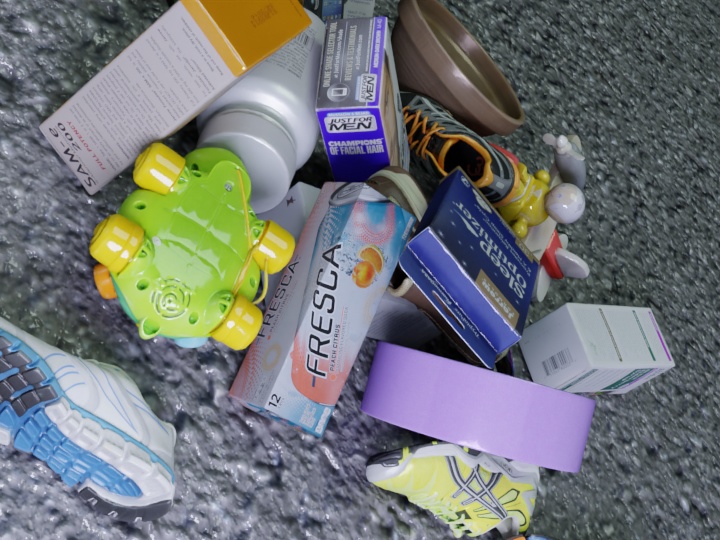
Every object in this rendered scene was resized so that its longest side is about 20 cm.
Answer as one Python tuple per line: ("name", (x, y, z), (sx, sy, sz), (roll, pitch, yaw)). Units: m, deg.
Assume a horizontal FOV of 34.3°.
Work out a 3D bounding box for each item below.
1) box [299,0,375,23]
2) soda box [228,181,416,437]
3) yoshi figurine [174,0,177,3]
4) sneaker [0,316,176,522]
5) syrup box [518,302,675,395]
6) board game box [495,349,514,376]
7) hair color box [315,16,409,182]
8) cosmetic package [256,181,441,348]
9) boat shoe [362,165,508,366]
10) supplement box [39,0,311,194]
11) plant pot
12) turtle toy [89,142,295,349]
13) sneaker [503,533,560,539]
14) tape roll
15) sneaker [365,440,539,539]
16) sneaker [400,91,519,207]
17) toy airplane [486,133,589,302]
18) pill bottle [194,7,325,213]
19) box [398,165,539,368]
("box", (-0.031, -0.301, 1.230), (0.118, 0.041, 0.203), (-6, 108, -52))
("soda box", (-0.031, 0.029, 0.961), (0.063, 0.068, 0.202), (30, 78, -31))
("yoshi figurine", (-0.155, -0.291, 1.113), (0.198, 0.113, 0.112), (1, 26, -39))
("sneaker", (-0.203, 0.086, 0.806), (0.200, 0.074, 0.087), (47, 28, -26))
("syrup box", (0.275, 0.093, 1.351), (0.199, 0.078, 0.082), (6, 57, -48))
("board game box", (0.113, 0.047, 1.175), (0.200, 0.038, 0.160), (75, 0, -68))
("hair color box", (0.007, -0.132, 1.120), (0.201, 0.064, 0.111), (73, 19, -56))
("cosmetic package", (0.000, 0.000, 1.103), (0.199, 0.071, 0.103), (18, 52, -42))
("boat shoe", (0.053, 0.008, 1.052), (0.075, 0.075, 0.203), (-34, 86, -39))
("supplement box", (-0.150, -0.158, 0.941), (0.074, 0.199, 0.126), (52, 34, -10))
("plant pot", (0.094, -0.221, 1.356), (0.201, 0.092, 0.202), (43, 22, -21))
("turtle toy", (-0.135, -0.024, 0.926), (0.145, 0.101, 0.201), (35, 51, -17))
("sneaker", (0.200, 0.307, 1.110), (0.198, 0.075, 0.079), (18, 58, -31))
("tape roll", (0.102, 0.117, 1.022), (0.199, 0.199, 0.067), (18, 85, -41))
("sneaker", (0.090, 0.199, 1.054), (0.198, 0.075, 0.078), (14, 68, -34))
("sneaker", (0.079, -0.138, 1.244), (0.198, 0.079, 0.077), (29, 8, 17))
("toy airplane", (0.204, -0.056, 1.329), (0.197, 0.140, 0.203), (-6, 85, -39))
("pill bottle", (-0.090, -0.150, 1.080), (0.114, 0.114, 0.201), (38, 38, -23))
("box", (0.099, -0.007, 1.003), (0.121, 0.032, 0.200), (49, 26, -9))
